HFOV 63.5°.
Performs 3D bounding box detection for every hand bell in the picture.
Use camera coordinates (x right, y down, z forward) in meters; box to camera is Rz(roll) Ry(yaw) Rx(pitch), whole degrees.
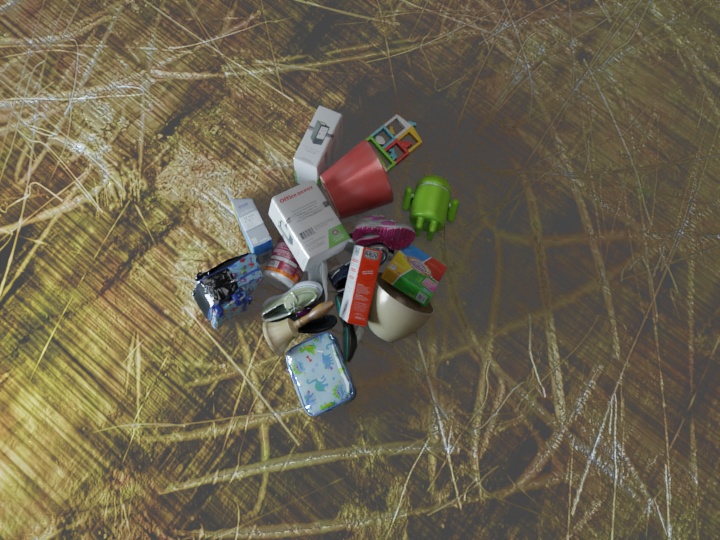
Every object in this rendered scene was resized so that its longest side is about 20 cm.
[{"bbox_3d":[-0.154,0.137,1.562,0.196,0.104,0.106,-29,74,10],"label":"hand bell"}]

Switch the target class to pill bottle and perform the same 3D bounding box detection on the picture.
[{"bbox_3d":[-0.199,-0.050,1.692,0.107,0.110,0.205,21,70,3],"label":"pill bottle"}]

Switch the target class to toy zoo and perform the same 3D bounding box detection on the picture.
[{"bbox_3d":[0.111,-0.421,1.891,0.199,0.021,0.132,-40,79,-15],"label":"toy zoo"}]

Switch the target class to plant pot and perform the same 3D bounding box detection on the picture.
[{"bbox_3d":[0.092,0.118,1.636,0.197,0.200,0.137,32,107,6],"label":"plant pot"},{"bbox_3d":[-0.018,-0.259,1.748,0.173,0.201,0.205,-27,75,-3],"label":"plant pot"}]

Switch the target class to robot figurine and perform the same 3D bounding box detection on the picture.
[{"bbox_3d":[0.213,-0.200,1.775,0.169,0.116,0.206,12,70,5],"label":"robot figurine"}]

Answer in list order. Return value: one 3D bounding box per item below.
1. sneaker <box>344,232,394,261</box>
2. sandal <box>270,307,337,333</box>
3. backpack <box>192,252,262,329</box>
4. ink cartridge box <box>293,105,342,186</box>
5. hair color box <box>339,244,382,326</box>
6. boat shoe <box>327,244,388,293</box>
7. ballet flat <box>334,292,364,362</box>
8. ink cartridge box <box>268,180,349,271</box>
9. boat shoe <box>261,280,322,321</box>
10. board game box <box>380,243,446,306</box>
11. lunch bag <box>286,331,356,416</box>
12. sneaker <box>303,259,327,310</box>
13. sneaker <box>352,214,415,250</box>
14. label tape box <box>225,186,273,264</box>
[{"bbox_3d":[0.015,-0.102,1.753,0.193,0.071,0.102,15,68,-6],"label":"sneaker"},{"bbox_3d":[-0.162,0.137,1.627,0.193,0.049,0.076,0,33,13],"label":"sandal"},{"bbox_3d":[-0.354,0.047,1.618,0.197,0.183,0.137,-32,84,-26],"label":"backpack"},{"bbox_3d":[-0.128,-0.374,1.789,0.082,0.146,0.205,21,70,5],"label":"ink cartridge box"},{"bbox_3d":[-0.001,0.039,1.588,0.059,0.101,0.207,11,93,-16],"label":"hair color box"},{"bbox_3d":[0.000,0.000,1.678,0.196,0.093,0.076,-30,114,4],"label":"boat shoe"},{"bbox_3d":[-0.026,0.157,1.662,0.066,0.068,0.207,-5,72,-15],"label":"ballet flat"},{"bbox_3d":[-0.145,-0.127,1.619,0.143,0.084,0.203,-27,76,-27],"label":"ink cartridge box"},{"bbox_3d":[-0.192,0.093,1.629,0.195,0.073,0.063,-24,33,21],"label":"boat shoe"},{"bbox_3d":[0.158,0.006,1.679,0.150,0.041,0.200,32,32,5],"label":"board game box"},{"bbox_3d":[-0.111,0.285,1.593,0.157,0.083,0.205,-25,75,1],"label":"lunch bag"},{"bbox_3d":[-0.121,0.046,1.693,0.070,0.085,0.208,5,92,12],"label":"sneaker"},{"bbox_3d":[0.067,-0.121,1.685,0.193,0.083,0.090,8,38,-18],"label":"sneaker"},{"bbox_3d":[-0.320,-0.138,1.693,0.064,0.144,0.205,-22,74,-12],"label":"label tape box"}]
